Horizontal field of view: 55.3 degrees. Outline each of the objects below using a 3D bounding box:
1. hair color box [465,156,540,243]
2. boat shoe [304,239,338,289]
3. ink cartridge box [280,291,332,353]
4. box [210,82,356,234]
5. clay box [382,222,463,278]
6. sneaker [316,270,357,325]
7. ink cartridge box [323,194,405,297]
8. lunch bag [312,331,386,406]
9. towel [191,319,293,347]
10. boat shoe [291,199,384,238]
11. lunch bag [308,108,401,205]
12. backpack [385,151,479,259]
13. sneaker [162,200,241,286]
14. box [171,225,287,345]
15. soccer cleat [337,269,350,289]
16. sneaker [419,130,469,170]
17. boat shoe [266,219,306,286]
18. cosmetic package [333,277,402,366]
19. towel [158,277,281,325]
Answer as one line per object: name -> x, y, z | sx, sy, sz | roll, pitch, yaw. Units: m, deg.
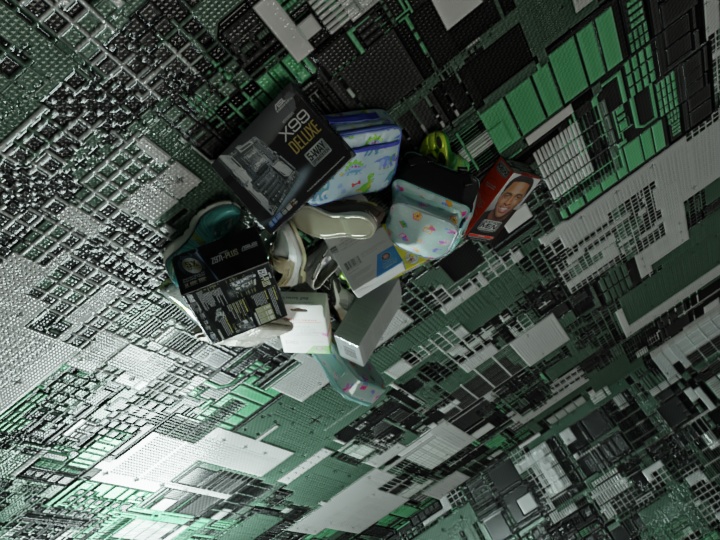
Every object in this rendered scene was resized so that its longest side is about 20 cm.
hair color box -> 0.311, -0.159, 1.586 | 0.100, 0.062, 0.201 | 4, 132, -37
boat shoe -> -0.048, -0.041, 1.463 | 0.070, 0.070, 0.201 | 18, 118, -44
ink cartridge box -> -0.128, 0.109, 1.562 | 0.115, 0.068, 0.201 | 2, 143, 4
box -> -0.129, -0.187, 1.159 | 0.200, 0.158, 0.050 | -40, -176, 16
clay box -> 0.115, -0.066, 1.508 | 0.198, 0.116, 0.048 | -24, 168, -8
sneaker -> -0.049, 0.053, 1.595 | 0.079, 0.074, 0.201 | -43, 148, -16
ink cartridge box -> -0.007, -0.064, 1.377 | 0.115, 0.202, 0.067 | -30, 163, 3
lunch bag -> -0.038, 0.241, 1.717 | 0.077, 0.200, 0.160 | -50, 142, 11
towel -> -0.248, 0.129, 1.462 | 0.131, 0.035, 0.199 | -21, 159, 31
boat shoe -> -0.047, -0.105, 1.322 | 0.060, 0.198, 0.073 | -51, 136, -40
lunch bag -> -0.026, -0.212, 1.264 | 0.198, 0.083, 0.162 | -13, 139, -25
backpack -> 0.136, -0.113, 1.386 | 0.174, 0.155, 0.201 | 19, 155, 6
sneaker -> -0.287, -0.048, 1.278 | 0.200, 0.080, 0.077 | -45, 142, 19
box -> -0.237, 0.032, 1.271 | 0.162, 0.087, 0.201 | -21, 149, -7
soccer cleat -> 0.000, 0.000, 1.497 | 0.081, 0.068, 0.200 | -44, 178, 4
sneaker -> 0.177, -0.218, 1.425 | 0.084, 0.073, 0.201 | -55, 144, -23
boat shoe -> -0.153, -0.027, 1.402 | 0.068, 0.075, 0.201 | -21, 147, -15
cosmetic package -> 0.021, 0.109, 1.613 | 0.201, 0.071, 0.102 | -56, 155, -28
towel -> -0.281, 0.040, 1.401 | 0.198, 0.049, 0.172 | -21, 142, 7
